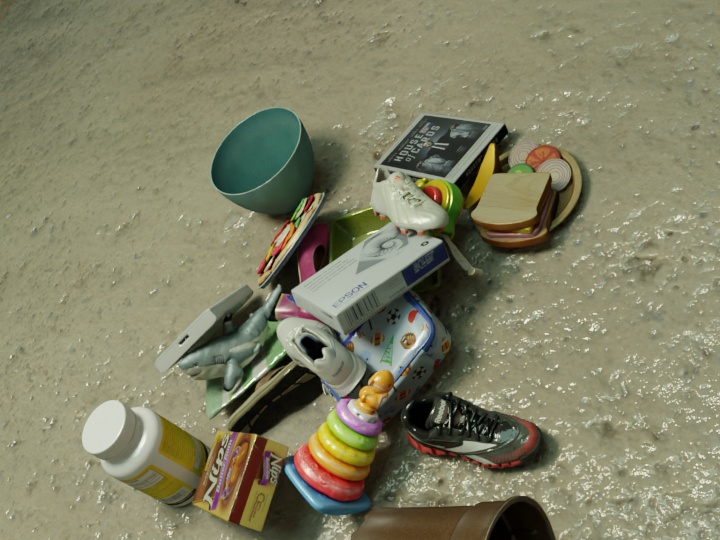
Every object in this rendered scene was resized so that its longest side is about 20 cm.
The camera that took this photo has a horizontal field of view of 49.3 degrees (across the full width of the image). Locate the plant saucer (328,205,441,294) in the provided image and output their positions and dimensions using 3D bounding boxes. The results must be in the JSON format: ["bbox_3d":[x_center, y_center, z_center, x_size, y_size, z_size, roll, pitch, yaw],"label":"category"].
[{"bbox_3d":[0.044,-0.021,1.281,0.197,0.048,0.202,-16,51,22],"label":"plant saucer"}]

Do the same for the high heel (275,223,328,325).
[{"bbox_3d":[-0.063,0.005,1.275,0.094,0.068,0.202,6,49,21],"label":"high heel"}]

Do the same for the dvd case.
[{"bbox_3d":[0.134,-0.206,1.343,0.199,0.025,0.151,20,62,46],"label":"dvd case"}]

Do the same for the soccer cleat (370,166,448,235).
[{"bbox_3d":[0.066,-0.105,1.171,0.068,0.079,0.200,-11,20,-22],"label":"soccer cleat"}]

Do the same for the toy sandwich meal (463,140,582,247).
[{"bbox_3d":[0.243,-0.127,1.211,0.202,0.070,0.208,-17,51,22],"label":"toy sandwich meal"}]

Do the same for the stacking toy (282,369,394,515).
[{"bbox_3d":[-0.011,0.217,1.057,0.110,0.115,0.202,40,109,42],"label":"stacking toy"}]

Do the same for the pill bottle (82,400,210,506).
[{"bbox_3d":[-0.326,0.278,1.202,0.110,0.200,0.113,-16,51,21],"label":"pill bottle"}]

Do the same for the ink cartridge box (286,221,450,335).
[{"bbox_3d":[0.000,0.000,1.157,0.198,0.041,0.199,-35,27,-19],"label":"ink cartridge box"}]

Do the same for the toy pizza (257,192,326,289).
[{"bbox_3d":[-0.126,-0.056,1.351,0.201,0.032,0.200,-53,10,13],"label":"toy pizza"}]

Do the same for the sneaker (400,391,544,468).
[{"bbox_3d":[0.137,0.206,1.026,0.198,0.098,0.072,3,58,33],"label":"sneaker"}]

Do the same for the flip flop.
[{"bbox_3d":[-0.129,0.187,1.231,0.199,0.081,0.058,-39,39,10],"label":"flip flop"}]

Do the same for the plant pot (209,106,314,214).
[{"bbox_3d":[-0.163,-0.183,1.470,0.197,0.135,0.203,-17,50,21],"label":"plant pot"}]

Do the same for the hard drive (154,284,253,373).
[{"bbox_3d":[-0.255,0.092,1.305,0.132,0.027,0.200,-44,1,13],"label":"hard drive"}]

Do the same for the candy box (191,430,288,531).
[{"bbox_3d":[-0.176,0.296,1.122,0.199,0.056,0.118,-22,47,64],"label":"candy box"}]

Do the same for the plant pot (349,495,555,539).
[{"bbox_3d":[0.098,0.355,0.893,0.196,0.200,0.203,-8,54,38],"label":"plant pot"}]

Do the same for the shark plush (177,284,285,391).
[{"bbox_3d":[-0.191,0.104,1.242,0.200,0.083,0.091,-41,23,2],"label":"shark plush"}]

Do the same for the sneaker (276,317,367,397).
[{"bbox_3d":[-0.069,0.104,1.126,0.075,0.087,0.199,-54,36,-9],"label":"sneaker"}]

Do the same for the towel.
[{"bbox_3d":[-0.177,0.141,1.289,0.199,0.023,0.153,-39,23,3],"label":"towel"}]

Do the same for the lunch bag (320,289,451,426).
[{"bbox_3d":[0.026,0.120,1.150,0.200,0.075,0.161,-49,51,10],"label":"lunch bag"}]

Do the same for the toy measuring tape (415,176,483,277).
[{"bbox_3d":[0.140,-0.080,1.191,0.073,0.074,0.201,-36,53,5],"label":"toy measuring tape"}]
